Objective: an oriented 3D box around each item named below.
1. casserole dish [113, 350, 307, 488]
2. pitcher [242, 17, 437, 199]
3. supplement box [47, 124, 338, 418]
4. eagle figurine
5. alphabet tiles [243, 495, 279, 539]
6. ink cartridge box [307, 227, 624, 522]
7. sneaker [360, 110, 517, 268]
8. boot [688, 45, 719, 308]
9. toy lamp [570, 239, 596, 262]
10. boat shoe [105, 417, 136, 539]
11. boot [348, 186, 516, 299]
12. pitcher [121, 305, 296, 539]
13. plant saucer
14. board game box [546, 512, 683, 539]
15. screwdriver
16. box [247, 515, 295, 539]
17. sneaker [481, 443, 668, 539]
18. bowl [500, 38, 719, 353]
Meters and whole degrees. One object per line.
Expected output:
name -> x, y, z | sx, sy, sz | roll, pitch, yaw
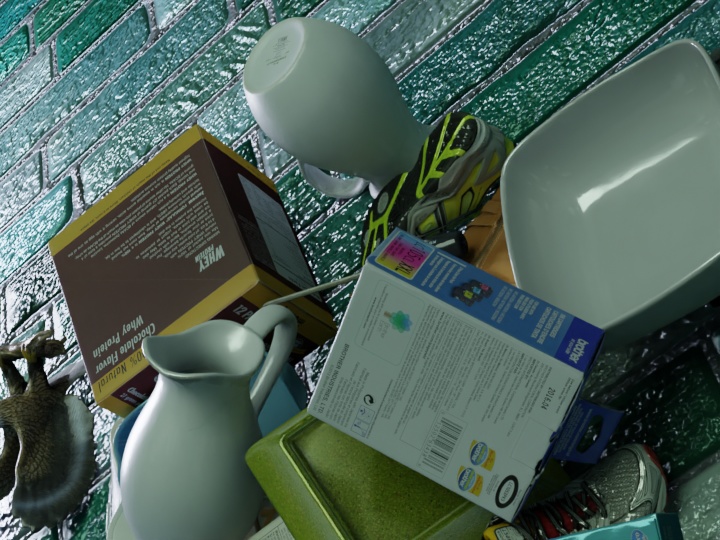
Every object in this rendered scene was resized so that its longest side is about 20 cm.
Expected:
casserole dish -> -0.129, 0.147, 1.427 | 0.199, 0.039, 0.122 | -35, 85, 14
pitcher -> -0.028, -0.135, 1.465 | 0.171, 0.200, 0.122 | -18, 50, 40
supplement box -> -0.161, 0.016, 1.503 | 0.197, 0.133, 0.201 | -36, 53, 15
eagle figurine -> -0.351, 0.172, 1.664 | 0.152, 0.149, 0.202 | 117, 146, -82
alphabet tiles -> -0.126, 0.254, 1.424 | 0.195, 0.015, 0.201 | -40, 40, 19
ink cartridge box -> 0.079, 0.079, 1.106 | 0.076, 0.199, 0.137 | -46, -19, -58
sneaker -> 0.067, -0.055, 1.412 | 0.200, 0.076, 0.076 | -45, 35, 43
boot -> 0.301, -0.090, 1.184 | 0.165, 0.065, 0.201 | -38, 37, 33
toy lamp -> 0.133, 0.031, 1.222 | 0.199, 0.059, 0.058 | -36, 30, -26
boat shoe -> -0.201, 0.230, 1.479 | 0.062, 0.072, 0.201 | 99, 164, -49
boot -> 0.093, -0.010, 1.347 | 0.199, 0.074, 0.156 | 10, 70, 38
pitcher -> -0.119, 0.135, 1.339 | 0.121, 0.171, 0.202 | 28, 123, 30
plant saucer -> 0.032, 0.148, 1.210 | 0.199, 0.048, 0.200 | -34, 59, -5
board game box -> 0.129, 0.256, 1.053 | 0.199, 0.047, 0.152 | -18, 75, 28
screwdriver -> 0.000, 0.000, 1.339 | 0.199, 0.028, 0.029 | -12, 79, 28
box -> -0.070, 0.271, 1.284 | 0.200, 0.078, 0.095 | -37, 54, 21
sneaker -> 0.136, 0.198, 1.129 | 0.200, 0.082, 0.078 | -46, 38, 10
bowl -> 0.205, -0.042, 1.157 | 0.199, 0.074, 0.201 | -32, 46, 28
